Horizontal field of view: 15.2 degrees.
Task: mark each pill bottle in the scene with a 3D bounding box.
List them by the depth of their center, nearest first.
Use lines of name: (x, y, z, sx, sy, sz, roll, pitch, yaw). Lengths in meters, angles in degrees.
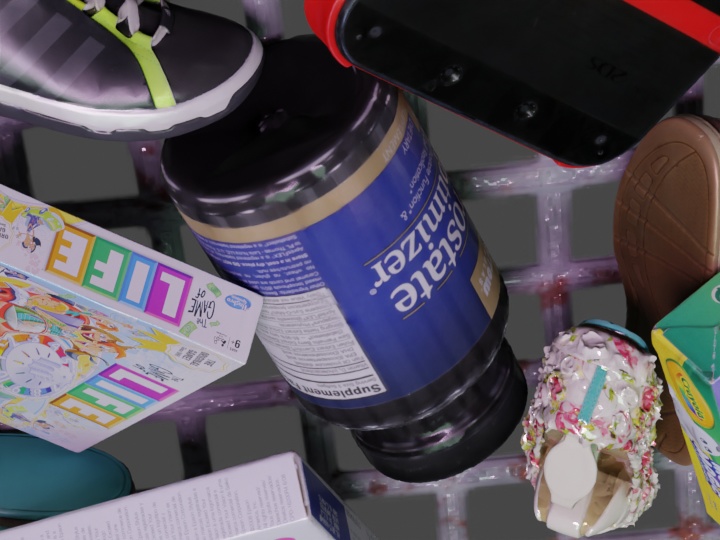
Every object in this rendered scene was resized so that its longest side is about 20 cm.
pill bottle: (0.000, 0.000, 1.216, 0.112, 0.112, 0.200, -21, 128, 14)

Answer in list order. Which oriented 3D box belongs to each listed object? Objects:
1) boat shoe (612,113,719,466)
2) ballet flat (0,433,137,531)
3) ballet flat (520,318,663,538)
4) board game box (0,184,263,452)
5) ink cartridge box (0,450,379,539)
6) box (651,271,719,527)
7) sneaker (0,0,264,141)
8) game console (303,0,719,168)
boat shoe: (0.168, 0.002, 1.264, 0.072, 0.072, 0.200, -26, 133, -24)
ballet flat: (-0.208, 0.117, 1.332, 0.200, 0.067, 0.070, 5, 129, 1)
ballet flat: (0.105, 0.089, 1.284, 0.076, 0.064, 0.200, 17, 156, 15)
board game box: (-0.146, 0.025, 1.215, 0.134, 0.034, 0.200, 23, 156, -20)
ink cartridge box: (-0.096, 0.156, 1.329, 0.200, 0.043, 0.196, -17, 158, 9)
box: (0.207, 0.057, 1.262, 0.117, 0.048, 0.200, -39, 146, -9)
sneaker: (-0.138, -0.111, 1.144, 0.200, 0.072, 0.083, 5, 128, -7)
game console: (0.091, -0.131, 1.129, 0.200, 0.031, 0.177, 21, 119, -42)
